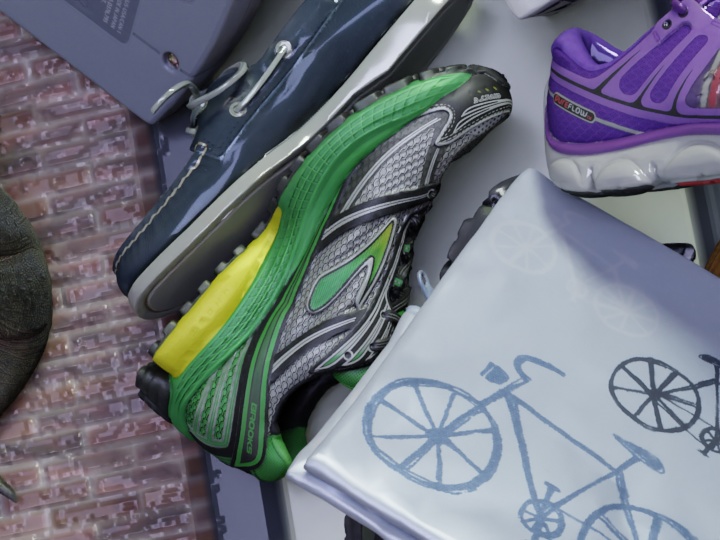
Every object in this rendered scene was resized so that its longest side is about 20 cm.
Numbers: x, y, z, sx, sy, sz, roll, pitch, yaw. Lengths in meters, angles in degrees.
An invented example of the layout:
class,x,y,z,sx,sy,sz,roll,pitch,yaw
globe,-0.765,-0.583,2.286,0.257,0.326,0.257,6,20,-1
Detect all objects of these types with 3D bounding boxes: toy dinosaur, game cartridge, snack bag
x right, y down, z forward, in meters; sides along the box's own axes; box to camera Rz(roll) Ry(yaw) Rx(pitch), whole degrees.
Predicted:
class,x,y,z,sx,sy,sz,roll,pitch,yaw
toy dinosaur,-0.171,-0.002,1.096,0.102,0.077,0.201,-28,90,-28
game cartridge,-0.091,-0.161,1.067,0.133,0.200,0.040,40,48,17
snack bag,0.096,0.059,0.972,0.188,0.021,0.200,29,48,8

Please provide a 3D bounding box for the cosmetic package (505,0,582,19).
class,x,y,z,sx,sy,sz,roll,pitch,yaw
cosmetic package,0.145,-0.169,1.043,0.199,0.083,0.051,-29,92,14

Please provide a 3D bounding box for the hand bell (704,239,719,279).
class,x,y,z,sx,sy,sz,roll,pitch,yaw
hand bell,0.185,-0.052,1.034,0.104,0.104,0.201,32,103,14

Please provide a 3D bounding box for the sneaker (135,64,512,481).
class,x,y,z,sx,sy,sz,roll,pitch,yaw
sneaker,0.000,0.000,1.068,0.085,0.078,0.200,40,99,15

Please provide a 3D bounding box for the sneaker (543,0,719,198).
class,x,y,z,sx,sy,sz,roll,pitch,yaw
sneaker,0.150,-0.076,0.972,0.199,0.080,0.084,-7,91,35

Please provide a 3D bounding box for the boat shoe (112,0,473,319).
class,x,y,z,sx,sy,sz,roll,pitch,yaw
boat shoe,-0.038,-0.067,1.083,0.062,0.075,0.200,42,89,13

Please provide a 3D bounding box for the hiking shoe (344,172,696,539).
class,x,y,z,sx,sy,sz,roll,pitch,yaw
hiking shoe,0.063,0.064,1.041,0.100,0.076,0.201,20,84,17
